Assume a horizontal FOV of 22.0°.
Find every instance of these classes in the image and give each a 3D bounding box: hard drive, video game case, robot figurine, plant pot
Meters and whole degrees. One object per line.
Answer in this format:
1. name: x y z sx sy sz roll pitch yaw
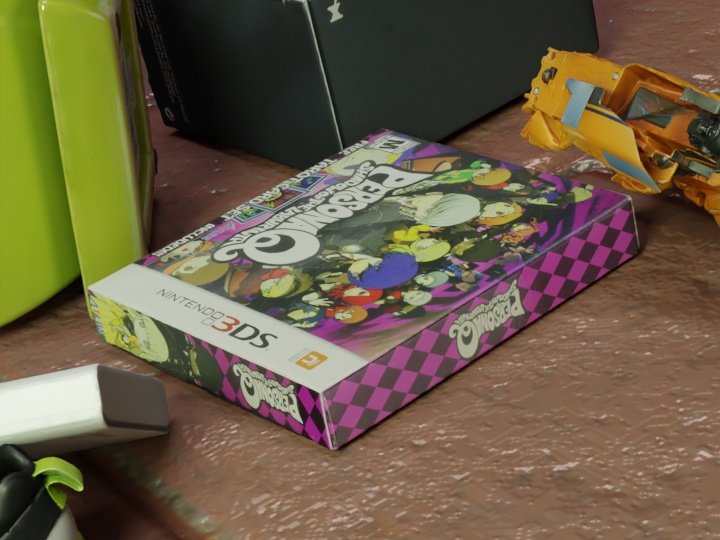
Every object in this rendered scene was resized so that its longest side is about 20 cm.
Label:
1. hard drive: -0.189 0.073 0.766 0.199 0.027 0.132 -12 -7 4
2. video game case: 0.000 0.000 0.882 0.200 0.036 0.181 -30 32 -31
3. robot figurine: 0.169 -0.040 0.816 0.145 0.058 0.200 20 9 -40
4. plant pot: -0.204 -0.078 0.961 0.181 0.201 0.199 -6 26 -2

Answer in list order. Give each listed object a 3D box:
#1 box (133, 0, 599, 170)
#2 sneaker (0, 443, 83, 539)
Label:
1. box: -0.002 -0.156 1.093 0.200 0.124 0.198 -30 30 -28
2. sneaker: -0.199 0.111 0.700 0.199 0.083 0.072 -15 26 -5
